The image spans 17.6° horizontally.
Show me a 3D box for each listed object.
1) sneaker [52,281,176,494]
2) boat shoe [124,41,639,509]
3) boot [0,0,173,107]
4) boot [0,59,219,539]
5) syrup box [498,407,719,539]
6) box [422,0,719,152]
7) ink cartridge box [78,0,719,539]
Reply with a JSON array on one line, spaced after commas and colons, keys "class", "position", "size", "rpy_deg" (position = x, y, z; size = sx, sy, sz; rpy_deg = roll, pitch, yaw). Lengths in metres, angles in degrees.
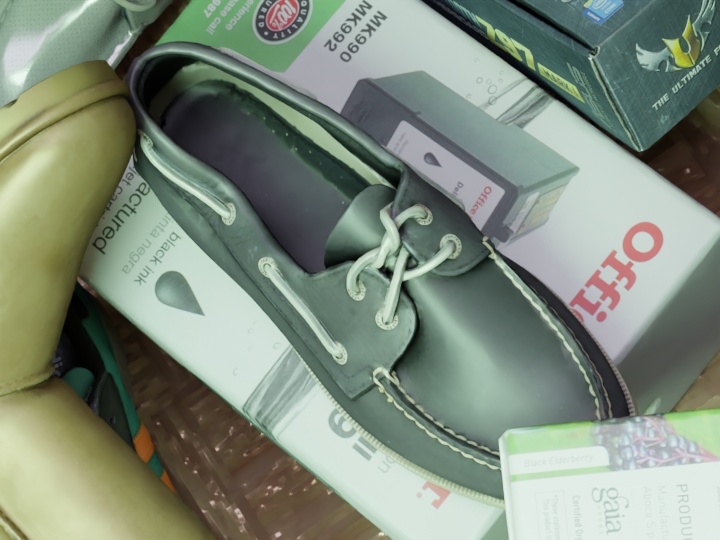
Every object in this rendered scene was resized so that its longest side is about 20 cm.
[{"class": "sneaker", "position": [-0.096, 0.082, 0.781], "size": [0.071, 0.080, 0.201], "rpy_deg": [-27, 68, 4]}, {"class": "boat shoe", "position": [0.000, 0.000, 0.703], "size": [0.200, 0.063, 0.073], "rpy_deg": [41, 87, 21]}, {"class": "boot", "position": [-0.083, -0.126, 0.831], "size": [0.095, 0.073, 0.201], "rpy_deg": [5, 66, 61]}, {"class": "boot", "position": [-0.073, 0.062, 0.713], "size": [0.200, 0.066, 0.175], "rpy_deg": [48, 117, 7]}, {"class": "syrup box", "position": [0.139, 0.074, 0.596], "size": [0.198, 0.079, 0.082], "rpy_deg": [-7, 79, 6]}, {"class": "box", "position": [0.111, -0.148, 0.781], "size": [0.200, 0.051, 0.158], "rpy_deg": [-40, 41, -7]}, {"class": "ink cartridge box", "position": [0.010, -0.005, 0.782], "size": [0.200, 0.084, 0.146], "rpy_deg": [37, 85, 21]}]
